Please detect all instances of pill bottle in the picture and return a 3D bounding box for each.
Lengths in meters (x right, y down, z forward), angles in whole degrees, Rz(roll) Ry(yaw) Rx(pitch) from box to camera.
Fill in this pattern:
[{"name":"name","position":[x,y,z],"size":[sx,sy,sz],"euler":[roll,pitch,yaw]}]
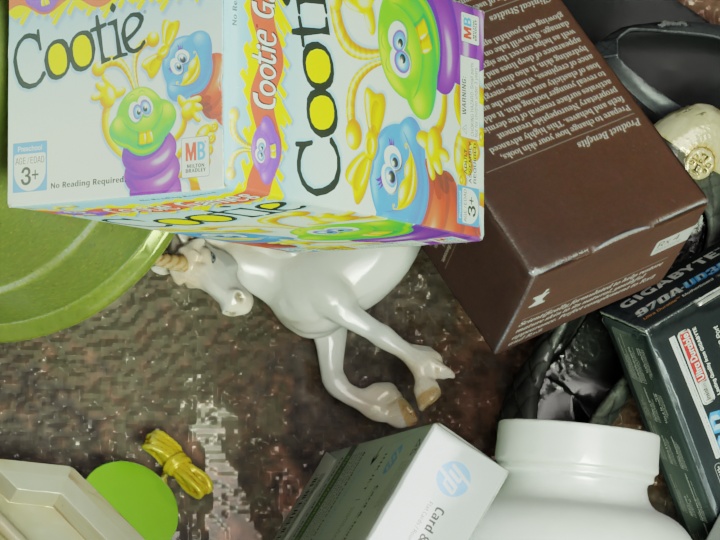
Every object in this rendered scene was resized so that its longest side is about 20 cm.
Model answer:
[{"name":"pill bottle","position":[0.083,0.165,1.088],"size":[0.110,0.111,0.201],"euler":[7,82,-13]}]

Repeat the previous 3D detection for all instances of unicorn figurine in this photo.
[{"name":"unicorn figurine","position":[0.000,0.000,1.201],"size":[0.137,0.074,0.200],"euler":[47,61,5]}]

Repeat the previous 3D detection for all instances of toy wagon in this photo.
[{"name":"toy wagon","position":[-0.140,0.144,1.135],"size":[0.155,0.040,0.200],"euler":[44,49,5]}]

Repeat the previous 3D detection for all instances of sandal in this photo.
[{"name":"sandal","position":[0.164,-0.091,1.259],"size":[0.199,0.043,0.076],"euler":[19,79,-11]}]

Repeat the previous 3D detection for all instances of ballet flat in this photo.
[{"name":"ballet flat","position":[0.127,0.014,1.219],"size":[0.066,0.057,0.201],"euler":[28,86,-13]}]

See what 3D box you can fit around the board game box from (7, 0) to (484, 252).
[{"name":"board game box","position":[-0.041,-0.068,1.045],"size":[0.104,0.200,0.104],"euler":[-4,83,31]}]

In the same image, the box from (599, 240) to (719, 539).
[{"name":"box","position":[0.218,0.073,1.221],"size":[0.159,0.046,0.201],"euler":[-29,109,-16]}]

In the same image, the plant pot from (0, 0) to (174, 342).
[{"name":"plant pot","position":[-0.185,-0.074,1.058],"size":[0.199,0.190,0.201],"euler":[-1,86,16]}]

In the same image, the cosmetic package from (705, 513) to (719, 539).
[{"name":"cosmetic package","position":[0.200,0.162,1.166],"size":[0.101,0.071,0.201],"euler":[28,88,-24]}]

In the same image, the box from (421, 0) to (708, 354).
[{"name":"box","position":[0.056,-0.073,1.173],"size":[0.100,0.075,0.200],"euler":[-21,64,-27]}]

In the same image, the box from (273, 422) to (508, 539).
[{"name":"box","position":[-0.017,0.145,1.105],"size":[0.041,0.200,0.156],"euler":[33,76,-6]}]
